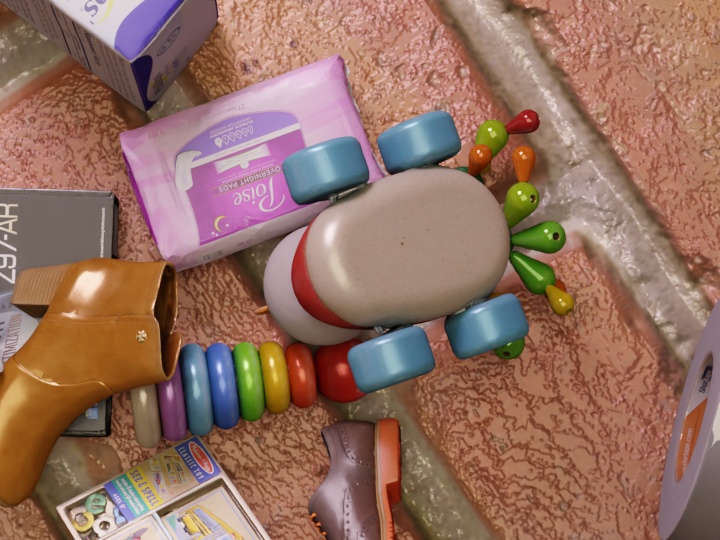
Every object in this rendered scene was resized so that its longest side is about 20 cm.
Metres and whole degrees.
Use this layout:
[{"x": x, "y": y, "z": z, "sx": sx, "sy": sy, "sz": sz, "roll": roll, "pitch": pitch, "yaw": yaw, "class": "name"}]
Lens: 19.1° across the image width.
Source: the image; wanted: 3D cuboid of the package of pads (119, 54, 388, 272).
[{"x": -0.085, "y": -0.085, "z": 1.736, "sx": 0.200, "sy": 0.076, "sz": 0.121, "roll": -21, "pitch": 83, "yaw": -3, "class": "package of pads"}]

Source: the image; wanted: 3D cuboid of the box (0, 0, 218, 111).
[{"x": -0.220, "y": -0.241, "z": 1.698, "sx": 0.200, "sy": 0.184, "sz": 0.105, "roll": 38, "pitch": 83, "yaw": 3, "class": "box"}]

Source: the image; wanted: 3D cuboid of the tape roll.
[{"x": 0.288, "y": 0.121, "z": 1.655, "sx": 0.066, "sy": 0.200, "sz": 0.201, "roll": 15, "pitch": 84, "yaw": 1, "class": "tape roll"}]

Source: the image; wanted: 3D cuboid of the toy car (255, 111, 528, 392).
[{"x": 0.000, "y": 0.000, "z": 1.670, "sx": 0.177, "sy": 0.200, "sz": 0.185, "roll": -18, "pitch": 86, "yaw": -33, "class": "toy car"}]

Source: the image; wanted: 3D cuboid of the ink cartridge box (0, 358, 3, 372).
[{"x": -0.378, "y": 0.021, "z": 1.686, "sx": 0.162, "sy": 0.057, "sz": 0.200, "roll": -28, "pitch": 80, "yaw": 32, "class": "ink cartridge box"}]

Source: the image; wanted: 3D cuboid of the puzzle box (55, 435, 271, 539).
[{"x": -0.133, "y": 0.232, "z": 1.667, "sx": 0.133, "sy": 0.025, "sz": 0.200, "roll": -27, "pitch": 57, "yaw": -20, "class": "puzzle box"}]

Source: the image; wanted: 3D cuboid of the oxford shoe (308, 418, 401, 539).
[{"x": -0.005, "y": 0.211, "z": 1.691, "sx": 0.072, "sy": 0.071, "sz": 0.200, "roll": 1, "pitch": 56, "yaw": 3, "class": "oxford shoe"}]

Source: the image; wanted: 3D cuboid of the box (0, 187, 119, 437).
[{"x": -0.280, "y": 0.034, "z": 1.737, "sx": 0.160, "sy": 0.044, "sz": 0.200, "roll": 2, "pitch": 84, "yaw": -1, "class": "box"}]

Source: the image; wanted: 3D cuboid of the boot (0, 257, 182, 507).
[{"x": -0.212, "y": 0.087, "z": 1.652, "sx": 0.144, "sy": 0.071, "sz": 0.202, "roll": 1, "pitch": 76, "yaw": 26, "class": "boot"}]

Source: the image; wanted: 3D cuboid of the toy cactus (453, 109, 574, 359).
[{"x": 0.088, "y": -0.025, "z": 1.736, "sx": 0.165, "sy": 0.102, "sz": 0.200, "roll": -7, "pitch": 86, "yaw": 18, "class": "toy cactus"}]

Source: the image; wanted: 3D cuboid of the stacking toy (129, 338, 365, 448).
[{"x": -0.085, "y": 0.090, "z": 1.718, "sx": 0.200, "sy": 0.085, "sz": 0.086, "roll": -7, "pitch": 84, "yaw": -5, "class": "stacking toy"}]
